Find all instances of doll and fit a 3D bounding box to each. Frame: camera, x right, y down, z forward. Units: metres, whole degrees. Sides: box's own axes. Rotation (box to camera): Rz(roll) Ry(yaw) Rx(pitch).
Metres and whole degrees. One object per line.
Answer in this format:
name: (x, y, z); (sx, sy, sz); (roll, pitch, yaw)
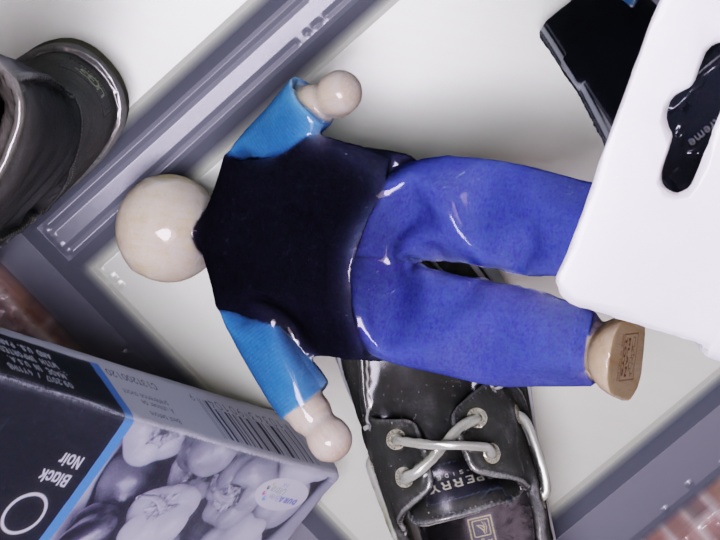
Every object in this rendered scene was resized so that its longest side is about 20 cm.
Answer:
doll: (0.000, 0.000, 0.764); (0.199, 0.048, 0.137); (11, 101, 24)

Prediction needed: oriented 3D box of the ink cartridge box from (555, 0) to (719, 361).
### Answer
ink cartridge box: (0.157, -0.021, 0.580); (0.199, 0.068, 0.116); (18, 102, -7)

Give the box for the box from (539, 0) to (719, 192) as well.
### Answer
box: (0.173, -0.027, 0.717); (0.124, 0.200, 0.197); (-38, 103, 9)

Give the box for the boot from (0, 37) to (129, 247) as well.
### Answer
boot: (-0.154, -0.010, 0.717); (0.073, 0.200, 0.182); (41, 101, -8)

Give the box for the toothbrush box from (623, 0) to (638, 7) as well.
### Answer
toothbrush box: (0.033, -0.192, 0.660); (0.200, 0.146, 0.085); (36, 74, 9)

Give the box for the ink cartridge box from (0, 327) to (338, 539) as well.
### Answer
ink cartridge box: (-0.131, 0.119, 0.778); (0.200, 0.043, 0.198); (-51, 145, 13)

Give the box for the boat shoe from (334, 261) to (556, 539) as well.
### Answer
boat shoe: (0.038, 0.068, 0.813); (0.070, 0.064, 0.201); (-18, 105, 5)
